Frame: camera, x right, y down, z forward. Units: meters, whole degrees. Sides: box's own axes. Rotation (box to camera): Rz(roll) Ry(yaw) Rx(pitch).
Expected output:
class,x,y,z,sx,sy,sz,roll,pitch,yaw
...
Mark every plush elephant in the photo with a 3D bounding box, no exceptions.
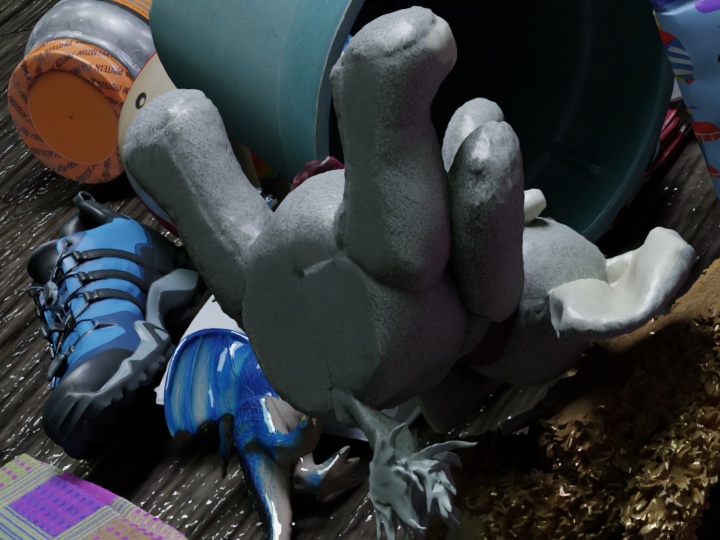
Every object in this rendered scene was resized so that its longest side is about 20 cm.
class,x,y,z,sx,sy,sz,roll,pitch,yaw
plush elephant,0.035,-0.005,0.914,0.164,0.201,0.155,-24,-4,43

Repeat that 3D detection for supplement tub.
class,x,y,z,sx,sy,sz,roll,pitch,yaw
supplement tub,-0.141,-0.147,1.550,0.122,0.123,0.200,-7,27,34

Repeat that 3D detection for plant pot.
class,x,y,z,sx,sy,sz,roll,pitch,yaw
plant pot,0.010,-0.111,1.096,0.200,0.201,0.196,-32,37,-21

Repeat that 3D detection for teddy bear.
class,x,y,z,sx,sy,sz,roll,pitch,yaw
teddy bear,0.107,0.069,0.937,0.200,0.067,0.145,-38,17,-17

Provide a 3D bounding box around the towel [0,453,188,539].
class,x,y,z,sx,sy,sz,roll,pitch,yaw
towel,-0.165,0.147,1.061,0.143,0.023,0.200,-34,24,-21

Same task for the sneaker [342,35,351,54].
class,x,y,z,sx,sy,sz,roll,pitch,yaw
sneaker,0.021,-0.113,1.350,0.089,0.079,0.200,-13,30,0

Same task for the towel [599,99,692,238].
class,x,y,z,sx,sy,sz,roll,pitch,yaw
towel,0.079,-0.031,1.218,0.144,0.023,0.200,-7,27,36

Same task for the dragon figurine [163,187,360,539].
class,x,y,z,sx,sy,sz,roll,pitch,yaw
dragon figurine,-0.049,0.059,1.053,0.099,0.059,0.201,4,65,30

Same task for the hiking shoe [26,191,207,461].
class,x,y,z,sx,sy,sz,roll,pitch,yaw
hiking shoe,-0.140,0.029,1.188,0.075,0.087,0.200,-54,7,21

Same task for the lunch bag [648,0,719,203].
class,x,y,z,sx,sy,sz,roll,pitch,yaw
lunch bag,0.249,-0.096,1.030,0.199,0.151,0.094,-11,26,27

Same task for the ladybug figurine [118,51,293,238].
class,x,y,z,sx,sy,sz,roll,pitch,yaw
ladybug figurine,-0.079,-0.067,1.274,0.072,0.136,0.200,-11,-6,12

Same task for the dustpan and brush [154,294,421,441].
class,x,y,z,sx,sy,sz,roll,pitch,yaw
dustpan and brush,0.000,0.000,1.147,0.139,0.057,0.201,8,62,32

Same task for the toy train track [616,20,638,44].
class,x,y,z,sx,sy,sz,roll,pitch,yaw
toy train track,0.201,-0.115,1.164,0.199,0.115,0.033,0,-35,-34

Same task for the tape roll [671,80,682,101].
class,x,y,z,sx,sy,sz,roll,pitch,yaw
tape roll,0.192,-0.142,1.303,0.202,0.037,0.203,-19,16,5

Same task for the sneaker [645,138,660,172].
class,x,y,z,sx,sy,sz,roll,pitch,yaw
sneaker,0.078,-0.093,1.216,0.092,0.076,0.200,-45,45,11
